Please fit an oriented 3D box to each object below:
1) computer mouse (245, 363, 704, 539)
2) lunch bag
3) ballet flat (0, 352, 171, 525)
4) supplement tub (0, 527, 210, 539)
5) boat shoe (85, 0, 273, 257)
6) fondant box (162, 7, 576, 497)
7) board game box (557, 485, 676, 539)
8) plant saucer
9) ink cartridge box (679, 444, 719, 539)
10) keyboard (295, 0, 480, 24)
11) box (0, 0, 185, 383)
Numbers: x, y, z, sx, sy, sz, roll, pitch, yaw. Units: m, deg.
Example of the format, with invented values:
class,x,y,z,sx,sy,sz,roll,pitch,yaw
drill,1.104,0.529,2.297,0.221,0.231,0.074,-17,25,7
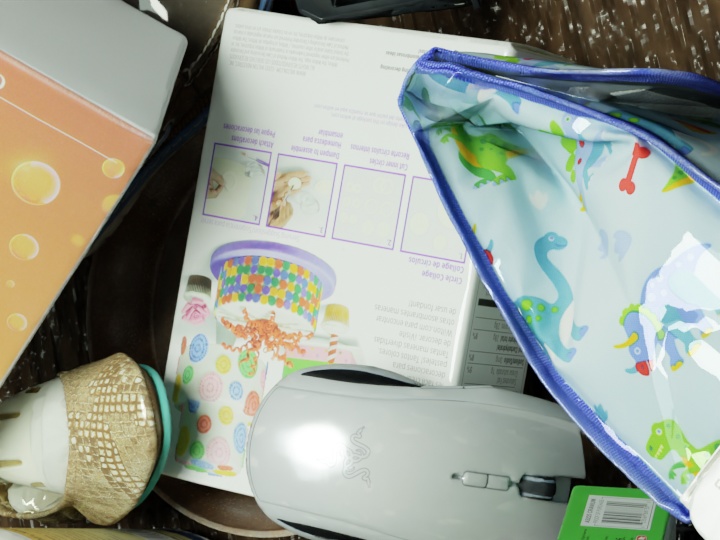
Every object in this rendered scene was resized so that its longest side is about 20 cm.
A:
class,x,y,z,sx,sy,sz,roll,pitch,yaw
computer mouse,0.053,0.084,1.146,0.044,0.199,0.110,-170,88,-70
lunch bag,0.125,-0.010,1.108,0.200,0.170,0.128,43,110,29
ballet flat,-0.132,0.079,1.275,0.200,0.065,0.071,139,128,-69
supplement tub,-0.133,0.181,1.247,0.144,0.200,0.145,-4,83,34
boat shoe,-0.104,-0.074,1.281,0.072,0.072,0.200,36,111,9
fondant box,0.000,0.000,1.221,0.144,0.058,0.201,11,91,34
board game box,0.088,0.201,1.088,0.040,0.153,0.201,3,110,11
plant saucer,-0.033,0.016,1.296,0.199,0.034,0.201,-4,83,33
ink cartridge box,0.223,0.098,1.014,0.145,0.200,0.084,45,110,28
keyboard,0.006,-0.194,1.244,0.104,0.040,0.201,-9,57,-11
box,-0.176,-0.030,1.203,0.124,0.098,0.200,29,117,-11
